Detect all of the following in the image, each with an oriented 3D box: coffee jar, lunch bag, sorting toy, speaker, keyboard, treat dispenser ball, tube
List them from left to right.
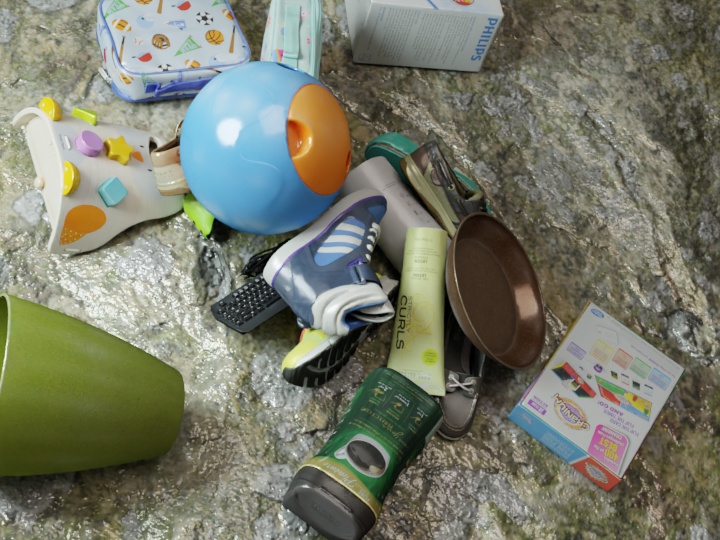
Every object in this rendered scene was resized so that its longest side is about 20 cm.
[{"bbox_3d":[-0.311,-0.129,1.400,0.180,0.107,0.200,0,57,-39],"label":"sorting toy"},{"bbox_3d":[-0.256,-0.300,1.525,0.200,0.076,0.160,-12,65,-24],"label":"lunch bag"},{"bbox_3d":[-0.110,-0.142,1.321,0.201,0.201,0.201,8,56,-12],"label":"treat dispenser ball"},{"bbox_3d":[-0.100,0.000,1.371,0.104,0.040,0.200,22,45,41],"label":"keyboard"},{"bbox_3d":[-0.094,-0.260,1.493,0.077,0.160,0.200,7,56,-12],"label":"lunch bag"},{"bbox_3d":[0.003,0.211,1.266,0.104,0.085,0.200,37,55,4],"label":"coffee jar"},{"bbox_3d":[0.058,-0.051,1.453,0.081,0.081,0.200,-27,69,-29],"label":"speaker"},{"bbox_3d":[0.073,0.049,1.363,0.052,0.058,0.200,10,82,-34],"label":"tube"}]

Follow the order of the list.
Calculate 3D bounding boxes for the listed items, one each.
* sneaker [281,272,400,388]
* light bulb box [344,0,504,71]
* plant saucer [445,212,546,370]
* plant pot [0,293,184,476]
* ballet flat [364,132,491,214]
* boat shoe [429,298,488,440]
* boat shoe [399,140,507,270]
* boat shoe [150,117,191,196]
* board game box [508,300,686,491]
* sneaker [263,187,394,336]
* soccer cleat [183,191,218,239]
[{"bbox_3d":[-0.040,0.062,1.363,0.090,0.078,0.200,34,49,16],"label":"sneaker"},{"bbox_3d":[0.087,-0.411,1.666,0.200,0.125,0.199,1,58,-15],"label":"light bulb box"},{"bbox_3d":[0.160,0.028,1.388,0.200,0.037,0.201,27,53,-43],"label":"plant saucer"},{"bbox_3d":[-0.295,0.135,1.188,0.200,0.187,0.187,13,54,-26],"label":"plant pot"},{"bbox_3d":[0.101,-0.127,1.528,0.200,0.067,0.070,33,41,3],"label":"ballet flat"},{"bbox_3d":[0.121,0.107,1.385,0.067,0.057,0.200,15,55,-7],"label":"boat shoe"},{"bbox_3d":[0.132,-0.079,1.453,0.200,0.065,0.073,48,16,-14],"label":"boat shoe"},{"bbox_3d":[-0.197,-0.165,1.427,0.071,0.065,0.200,-5,28,25],"label":"boat shoe"},{"bbox_3d":[0.299,0.153,1.419,0.153,0.040,0.200,37,56,8],"label":"board game box"},{"bbox_3d":[0.000,0.000,1.325,0.146,0.081,0.200,40,54,19],"label":"sneaker"},{"bbox_3d":[-0.129,-0.100,1.445,0.200,0.068,0.081,-24,77,-21],"label":"soccer cleat"}]
